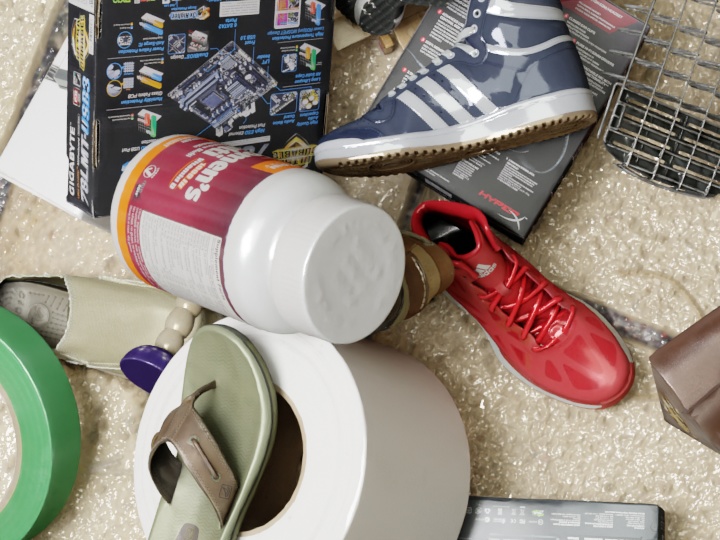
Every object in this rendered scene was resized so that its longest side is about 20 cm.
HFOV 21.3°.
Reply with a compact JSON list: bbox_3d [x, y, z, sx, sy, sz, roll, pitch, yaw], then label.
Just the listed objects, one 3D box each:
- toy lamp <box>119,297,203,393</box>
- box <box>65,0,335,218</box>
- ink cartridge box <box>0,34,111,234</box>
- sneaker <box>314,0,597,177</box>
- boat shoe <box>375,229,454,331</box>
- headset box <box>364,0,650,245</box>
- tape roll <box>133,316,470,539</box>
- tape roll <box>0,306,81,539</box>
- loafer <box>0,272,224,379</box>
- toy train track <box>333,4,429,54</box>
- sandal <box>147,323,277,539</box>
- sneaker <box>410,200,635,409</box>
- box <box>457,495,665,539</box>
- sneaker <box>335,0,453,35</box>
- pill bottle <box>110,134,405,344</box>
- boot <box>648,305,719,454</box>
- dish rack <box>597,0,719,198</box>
[{"bbox_3d":[-0.115,-0.001,1.429,0.058,0.058,0.201,19,61,15],"label":"toy lamp"},{"bbox_3d":[-0.111,-0.148,1.359,0.050,0.198,0.200,31,124,49],"label":"box"},{"bbox_3d":[-0.171,-0.130,1.447,0.084,0.145,0.201,29,89,16],"label":"ink cartridge box"},{"bbox_3d":[0.058,-0.133,1.337,0.198,0.070,0.110,-12,83,5],"label":"sneaker"},{"bbox_3d":[0.000,0.000,1.369,0.073,0.200,0.076,-17,108,-25],"label":"boat shoe"},{"bbox_3d":[0.109,-0.143,1.406,0.148,0.075,0.201,31,89,5],"label":"headset box"},{"bbox_3d":[-0.041,0.139,1.343,0.201,0.139,0.205,-9,73,32],"label":"tape roll"},{"bbox_3d":[-0.309,0.122,1.456,0.198,0.048,0.203,4,101,21],"label":"tape roll"},{"bbox_3d":[-0.202,0.042,1.465,0.198,0.068,0.077,4,82,14],"label":"loafer"},{"bbox_3d":[0.010,-0.238,1.472,0.114,0.033,0.201,-25,86,-3],"label":"toy train track"},{"bbox_3d":[-0.109,0.135,1.269,0.079,0.057,0.203,9,84,36],"label":"sandal"},{"bbox_3d":[0.107,0.024,1.370,0.199,0.115,0.079,36,90,16],"label":"sneaker"},{"bbox_3d":[0.115,0.242,1.365,0.198,0.051,0.159,0,78,14],"label":"box"},{"bbox_3d":[0.036,-0.229,1.360,0.074,0.200,0.080,38,76,-15],"label":"sneaker"},{"bbox_3d":[-0.069,-0.021,1.276,0.199,0.109,0.110,18,85,45],"label":"pill bottle"},{"bbox_3d":[0.264,0.012,1.353,0.200,0.064,0.187,-41,86,8],"label":"boot"},{"bbox_3d":[0.238,-0.157,1.361,0.054,0.152,0.202,25,97,57],"label":"dish rack"}]
